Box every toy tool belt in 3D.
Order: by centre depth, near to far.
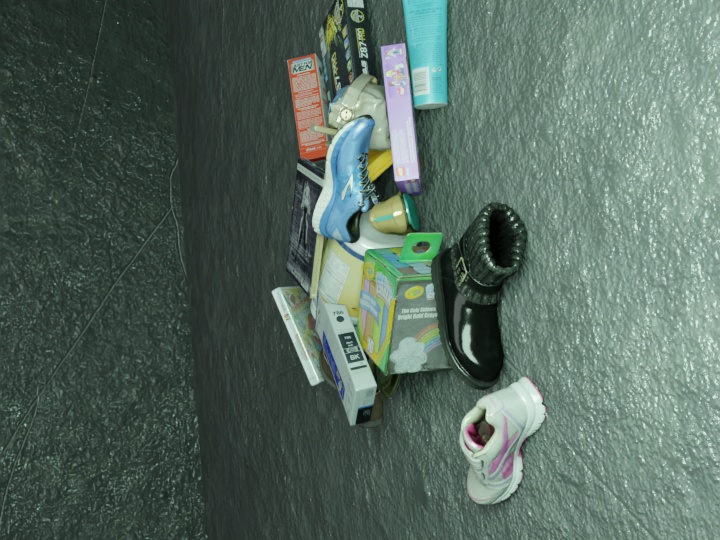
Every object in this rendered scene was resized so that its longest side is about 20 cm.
[{"bbox_3d":[-0.012,-0.250,1.254,0.200,0.121,0.126,-77,-19,-70],"label":"toy tool belt"}]

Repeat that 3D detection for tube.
[{"bbox_3d":[0.098,-0.344,1.155,0.050,0.076,0.203,-20,-73,-80],"label":"tube"}]

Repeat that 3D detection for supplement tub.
[{"bbox_3d":[0.000,0.000,1.299,0.145,0.143,0.201,64,143,43],"label":"supplement tub"}]

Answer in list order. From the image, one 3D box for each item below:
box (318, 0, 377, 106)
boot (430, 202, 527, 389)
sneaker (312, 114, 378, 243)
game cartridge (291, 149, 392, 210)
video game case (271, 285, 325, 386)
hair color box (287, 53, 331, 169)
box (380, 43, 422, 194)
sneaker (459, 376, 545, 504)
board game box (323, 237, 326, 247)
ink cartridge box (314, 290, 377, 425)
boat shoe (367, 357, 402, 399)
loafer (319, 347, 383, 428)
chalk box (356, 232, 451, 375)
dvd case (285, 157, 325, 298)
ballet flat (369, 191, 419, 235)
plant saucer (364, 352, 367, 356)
[{"bbox_3d":[-0.025,-0.401,1.456,0.161,0.049,0.203,138,126,-67],"label":"box"},{"bbox_3d":[0.164,0.035,1.013,0.158,0.079,0.213,-42,58,56],"label":"boot"},{"bbox_3d":[-0.005,-0.132,1.149,0.089,0.078,0.202,26,121,21],"label":"sneaker"},{"bbox_3d":[-0.019,-0.156,1.336,0.033,0.176,0.200,52,163,-16],"label":"game cartridge"},{"bbox_3d":[-0.081,0.114,1.455,0.023,0.200,0.184,-27,82,18],"label":"video game case"},{"bbox_3d":[-0.088,-0.305,1.528,0.111,0.063,0.203,25,-123,-76],"label":"hair color box"},{"bbox_3d":[0.065,-0.225,1.191,0.137,0.039,0.203,23,-119,-82],"label":"box"},{"bbox_3d":[0.165,0.226,1.017,0.082,0.087,0.202,-125,39,-52],"label":"sneaker"},{"bbox_3d":[-0.031,-0.026,1.454,0.136,0.034,0.202,-121,37,-49],"label":"board game box"},{"bbox_3d":[-0.026,0.132,1.228,0.100,0.039,0.201,98,155,-48],"label":"ink cartridge box"},{"bbox_3d":[0.054,0.133,1.304,0.066,0.071,0.202,56,147,42],"label":"boat shoe"},{"bbox_3d":[-0.009,0.176,1.318,0.200,0.072,0.072,49,136,47],"label":"loafer"},{"bbox_3d":[0.077,0.036,1.165,0.124,0.123,0.202,-138,51,-59],"label":"chalk box"},{"bbox_3d":[-0.087,-0.074,1.285,0.149,0.016,0.203,-139,53,-63],"label":"dvd case"},{"bbox_3d":[0.049,-0.083,1.156,0.200,0.062,0.069,-2,-103,-81],"label":"ballet flat"},{"bbox_3d":[-0.001,0.063,1.472,0.200,0.029,0.203,178,90,-66],"label":"plant saucer"}]
